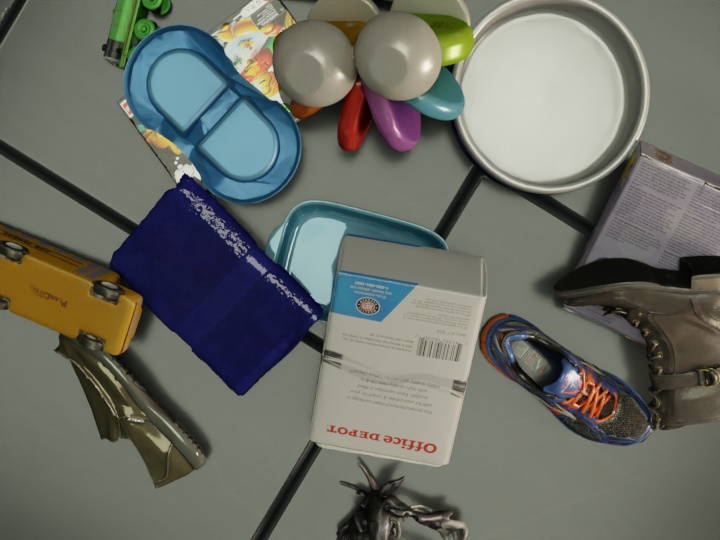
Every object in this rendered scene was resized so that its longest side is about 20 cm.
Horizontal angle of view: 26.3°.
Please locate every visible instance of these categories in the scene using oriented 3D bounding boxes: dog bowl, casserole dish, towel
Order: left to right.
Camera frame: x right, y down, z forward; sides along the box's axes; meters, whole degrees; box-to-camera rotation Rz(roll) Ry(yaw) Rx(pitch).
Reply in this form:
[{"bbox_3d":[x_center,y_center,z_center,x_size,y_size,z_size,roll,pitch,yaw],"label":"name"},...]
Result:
[{"bbox_3d":[-0.146,-0.154,1.539,0.200,0.050,0.112,44,90,-2],"label":"dog bowl"},{"bbox_3d":[-0.144,0.014,1.555,0.200,0.050,0.148,45,121,-3],"label":"towel"},{"bbox_3d":[0.000,0.000,1.583,0.198,0.039,0.122,15,91,0],"label":"casserole dish"},{"bbox_3d":[0.188,-0.177,1.561,0.198,0.079,0.202,0,90,-1],"label":"dog bowl"}]

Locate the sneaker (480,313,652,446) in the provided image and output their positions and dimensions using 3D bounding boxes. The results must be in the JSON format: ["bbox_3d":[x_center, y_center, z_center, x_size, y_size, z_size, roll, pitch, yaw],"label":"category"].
[{"bbox_3d":[0.209,0.118,1.566,0.199,0.078,0.076,30,91,-1],"label":"sneaker"}]

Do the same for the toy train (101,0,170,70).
[{"bbox_3d":[-0.219,-0.298,1.577,0.056,0.042,0.202,15,91,9],"label":"toy train"}]

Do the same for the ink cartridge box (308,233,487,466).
[{"bbox_3d":[0.035,0.080,1.521,0.145,0.086,0.202,10,121,-1],"label":"ink cartridge box"}]

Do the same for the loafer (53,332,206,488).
[{"bbox_3d":[-0.245,0.142,1.564,0.070,0.075,0.200,-43,91,-4],"label":"loafer"}]

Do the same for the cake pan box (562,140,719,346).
[{"bbox_3d":[0.328,-0.008,1.546,0.198,0.052,0.185,23,117,0],"label":"cake pan box"}]

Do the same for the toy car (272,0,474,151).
[{"bbox_3d":[0.017,-0.187,1.487,0.198,0.175,0.151,-3,113,19],"label":"toy car"}]

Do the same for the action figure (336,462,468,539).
[{"bbox_3d":[0.044,0.291,1.557,0.119,0.102,0.201,-44,49,27],"label":"action figure"}]

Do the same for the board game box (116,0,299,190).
[{"bbox_3d":[-0.133,-0.180,1.580,0.199,0.035,0.127,-37,92,0],"label":"board game box"}]

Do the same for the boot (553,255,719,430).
[{"bbox_3d":[0.293,0.079,1.524,0.198,0.069,0.176,-2,111,9],"label":"boot"}]

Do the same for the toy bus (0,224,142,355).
[{"bbox_3d":[-0.312,0.015,1.544,0.198,0.078,0.066,22,102,7],"label":"toy bus"}]
